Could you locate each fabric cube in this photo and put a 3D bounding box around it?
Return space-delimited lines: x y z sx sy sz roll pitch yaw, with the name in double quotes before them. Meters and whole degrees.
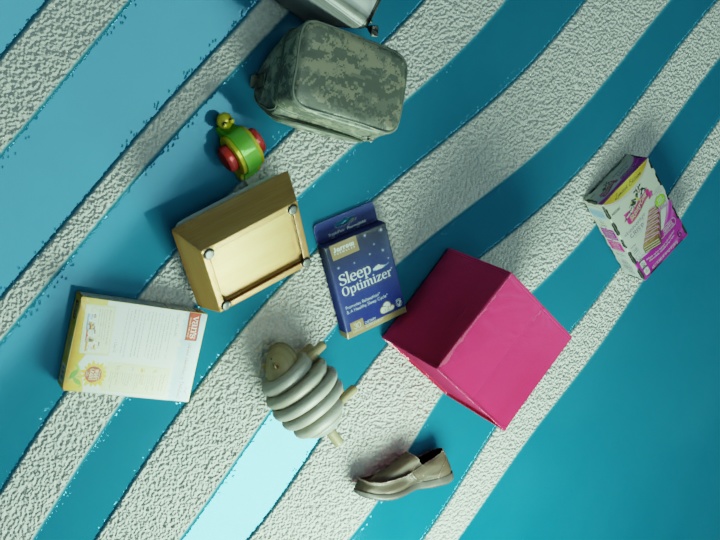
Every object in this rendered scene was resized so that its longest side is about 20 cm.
"fabric cube" 0.198 0.115 1.700 0.200 0.196 0.200 42 81 -30

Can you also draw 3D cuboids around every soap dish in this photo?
"soap dish" -0.171 -0.038 1.504 0.199 0.081 0.158 -29 136 -20

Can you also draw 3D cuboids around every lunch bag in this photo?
"lunch bag" -0.047 -0.271 1.492 0.198 0.167 0.141 12 84 -29

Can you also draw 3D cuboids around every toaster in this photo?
"toaster" -0.029 -0.450 1.441 0.118 0.200 0.182 24 91 -35

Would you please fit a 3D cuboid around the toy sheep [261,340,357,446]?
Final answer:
"toy sheep" -0.084 0.201 1.608 0.138 0.138 0.201 -39 99 -15

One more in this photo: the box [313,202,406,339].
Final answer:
"box" 0.000 0.000 1.660 0.120 0.032 0.202 -23 111 -22

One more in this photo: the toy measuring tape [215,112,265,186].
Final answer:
"toy measuring tape" -0.162 -0.150 1.514 0.073 0.073 0.201 -35 116 -17

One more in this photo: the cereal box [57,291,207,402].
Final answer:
"cereal box" -0.340 0.117 1.499 0.198 0.039 0.145 11 97 -30

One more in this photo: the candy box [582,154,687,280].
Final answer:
"candy box" 0.527 -0.101 1.904 0.136 0.061 0.200 -44 118 -12

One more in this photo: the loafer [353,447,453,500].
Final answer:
"loafer" 0.073 0.356 1.771 0.198 0.073 0.072 -8 95 -32
